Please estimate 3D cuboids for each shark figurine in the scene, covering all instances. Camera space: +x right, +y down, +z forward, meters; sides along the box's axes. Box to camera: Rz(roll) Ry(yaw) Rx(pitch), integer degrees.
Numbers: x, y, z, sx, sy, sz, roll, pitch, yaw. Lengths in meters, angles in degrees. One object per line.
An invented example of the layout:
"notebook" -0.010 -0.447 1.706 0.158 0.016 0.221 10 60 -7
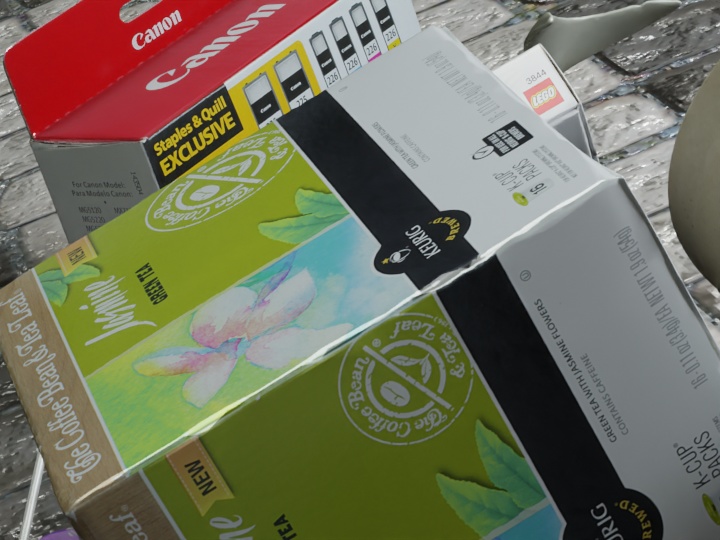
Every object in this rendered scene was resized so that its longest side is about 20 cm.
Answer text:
"shark figurine" 0.087 -0.006 1.233 0.089 0.215 0.128 13 -21 -19

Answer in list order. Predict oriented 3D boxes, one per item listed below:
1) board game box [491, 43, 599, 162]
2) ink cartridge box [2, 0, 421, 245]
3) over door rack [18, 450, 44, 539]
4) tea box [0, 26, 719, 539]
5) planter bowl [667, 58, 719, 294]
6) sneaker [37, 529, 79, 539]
"board game box" 0.000 0.000 1.101 0.200 0.126 0.035 -30 66 -1
"ink cartridge box" -0.056 -0.071 1.392 0.084 0.176 0.200 2 32 42
"over door rack" -0.075 0.089 1.205 0.148 0.067 0.200 -10 39 23
"tea box" 0.000 0.042 0.947 0.197 0.134 0.200 -33 23 -3
"planter bowl" 0.229 -0.014 1.050 0.200 0.200 0.135 -21 49 -3
"sneaker" -0.172 0.149 1.016 0.200 0.083 0.081 -31 35 -18
